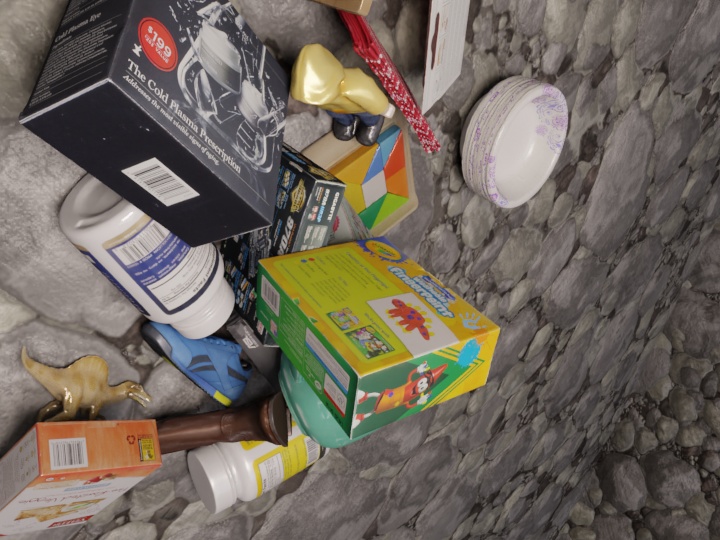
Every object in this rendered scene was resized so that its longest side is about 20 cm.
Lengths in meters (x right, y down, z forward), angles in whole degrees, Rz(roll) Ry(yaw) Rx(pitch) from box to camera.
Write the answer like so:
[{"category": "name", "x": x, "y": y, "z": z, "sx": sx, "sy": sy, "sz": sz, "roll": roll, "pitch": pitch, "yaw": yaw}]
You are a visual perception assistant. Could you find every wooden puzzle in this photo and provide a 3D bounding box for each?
[{"category": "wooden puzzle", "x": 0.011, "y": -0.124, "z": 0.854, "sx": 0.184, "sy": 0.037, "sz": 0.203, "roll": -38, "pitch": 137, "yaw": -20}]

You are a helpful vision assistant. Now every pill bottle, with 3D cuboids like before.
[{"category": "pill bottle", "x": -0.153, "y": 0.273, "z": 0.899, "sx": 0.197, "sy": 0.114, "sz": 0.117, "roll": -21, "pitch": 130, "yaw": -34}, {"category": "pill bottle", "x": -0.217, "y": -0.014, "z": 0.640, "sx": 0.111, "sy": 0.110, "sz": 0.202, "roll": -42, "pitch": 139, "yaw": -15}]

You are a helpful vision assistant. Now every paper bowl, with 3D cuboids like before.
[{"category": "paper bowl", "x": 0.242, "y": -0.215, "z": 0.975, "sx": 0.198, "sy": 0.104, "sz": 0.205, "roll": -26, "pitch": 133, "yaw": -32}]

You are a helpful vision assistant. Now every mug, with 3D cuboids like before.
[{"category": "mug", "x": -0.044, "y": 0.132, "z": 0.751, "sx": 0.112, "sy": 0.152, "sz": 0.188, "roll": -25, "pitch": 114, "yaw": -3}]

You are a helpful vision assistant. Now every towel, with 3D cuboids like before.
[{"category": "towel", "x": 0.030, "y": -0.245, "z": 0.721, "sx": 0.022, "sy": 0.147, "sz": 0.200, "roll": -30, "pitch": 143, "yaw": 15}]

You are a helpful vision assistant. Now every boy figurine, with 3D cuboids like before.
[{"category": "boy figurine", "x": -0.022, "y": -0.197, "z": 0.675, "sx": 0.200, "sy": 0.121, "sz": 0.066, "roll": -1, "pitch": 107, "yaw": -76}]

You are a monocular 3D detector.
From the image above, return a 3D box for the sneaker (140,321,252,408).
[{"category": "sneaker", "x": -0.208, "y": 0.106, "z": 0.774, "sx": 0.079, "sy": 0.065, "sz": 0.201, "roll": -52, "pitch": 142, "yaw": -17}]

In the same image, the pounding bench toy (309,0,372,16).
[{"category": "pounding bench toy", "x": -0.038, "y": -0.377, "z": 0.563, "sx": 0.154, "sy": 0.124, "sz": 0.204, "roll": 3, "pitch": 114, "yaw": -46}]

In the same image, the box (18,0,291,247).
[{"category": "box", "x": -0.163, "y": -0.156, "z": 0.532, "sx": 0.200, "sy": 0.102, "sz": 0.186, "roll": 43, "pitch": 41, "yaw": -51}]

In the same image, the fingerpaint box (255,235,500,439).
[{"category": "fingerpaint box", "x": 0.009, "y": 0.052, "z": 0.591, "sx": 0.164, "sy": 0.200, "sz": 0.075, "roll": -13, "pitch": 126, "yaw": -32}]

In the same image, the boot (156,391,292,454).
[{"category": "boot", "x": -0.189, "y": 0.201, "z": 0.755, "sx": 0.194, "sy": 0.066, "sz": 0.187, "roll": -3, "pitch": 160, "yaw": -4}]

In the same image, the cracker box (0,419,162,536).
[{"category": "cracker box", "x": -0.333, "y": 0.235, "z": 0.663, "sx": 0.199, "sy": 0.059, "sz": 0.132, "roll": -38, "pitch": 149, "yaw": 30}]

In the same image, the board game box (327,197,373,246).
[{"category": "board game box", "x": 0.000, "y": 0.000, "z": 0.804, "sx": 0.063, "sy": 0.149, "sz": 0.201, "roll": -28, "pitch": 136, "yaw": 9}]

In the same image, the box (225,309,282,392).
[{"category": "box", "x": -0.075, "y": 0.097, "z": 0.839, "sx": 0.156, "sy": 0.050, "sz": 0.202, "roll": -33, "pitch": 120, "yaw": -4}]

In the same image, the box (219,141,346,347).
[{"category": "box", "x": -0.105, "y": -0.039, "z": 0.698, "sx": 0.045, "sy": 0.158, "sz": 0.204, "roll": 4, "pitch": 113, "yaw": -40}]

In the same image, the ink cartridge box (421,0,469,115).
[{"category": "ink cartridge box", "x": 0.094, "y": -0.305, "z": 0.742, "sx": 0.200, "sy": 0.049, "sz": 0.166, "roll": -51, "pitch": 150, "yaw": -51}]

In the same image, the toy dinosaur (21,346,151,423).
[{"category": "toy dinosaur", "x": -0.337, "y": 0.144, "z": 0.684, "sx": 0.103, "sy": 0.057, "sz": 0.200, "roll": -65, "pitch": 149, "yaw": -12}]
